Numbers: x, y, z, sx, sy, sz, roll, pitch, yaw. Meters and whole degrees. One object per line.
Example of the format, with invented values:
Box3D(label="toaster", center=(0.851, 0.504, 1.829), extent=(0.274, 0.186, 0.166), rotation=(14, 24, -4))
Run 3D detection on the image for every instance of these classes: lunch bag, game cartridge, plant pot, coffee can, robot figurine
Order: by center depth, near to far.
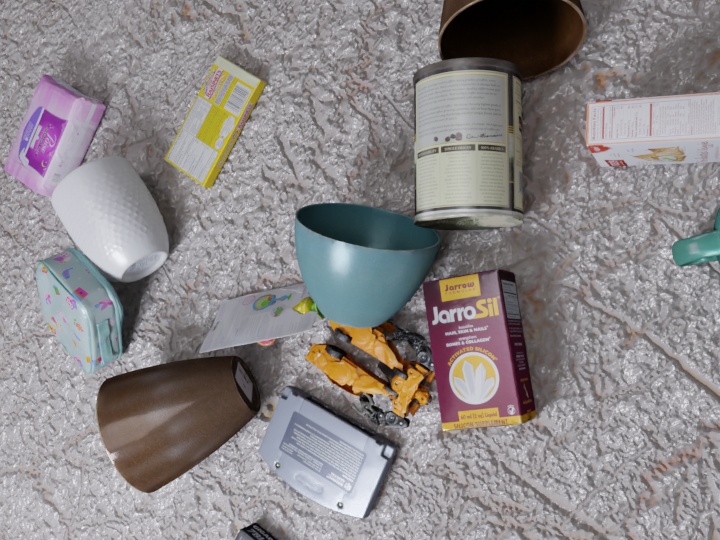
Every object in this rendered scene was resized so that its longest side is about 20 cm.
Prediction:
Box3D(label="plant pot", center=(0.192, -0.385, 0.987), extent=(0.186, 0.187, 0.201), rotation=(-9, 68, 24))
Box3D(label="coffee can", center=(0.142, -0.161, 0.994), extent=(0.146, 0.146, 0.201), rotation=(-2, 85, 25))
Box3D(label="plant pot", center=(0.000, 0.000, 1.036), extent=(0.200, 0.200, 0.135), rotation=(19, 111, 25))
Box3D(label="robot figurine", center=(0.023, 0.134, 1.078), extent=(0.200, 0.058, 0.145), rotation=(31, 100, 24))
Box3D(label="game cartridge", center=(-0.054, 0.275, 1.116), extent=(0.200, 0.042, 0.134), rotation=(26, 101, 24))
Box3D(label="plant pot", center=(-0.263, 0.212, 1.146), extent=(0.199, 0.187, 0.187), rotation=(-25, 76, 7))
Box3D(label="lunch bag", center=(-0.464, 0.073, 1.256), extent=(0.160, 0.077, 0.200), rotation=(39, 141, 19))

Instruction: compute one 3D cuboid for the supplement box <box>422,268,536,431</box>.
Box3D(label="supplement box", center=(0.158, 0.106, 1.001), extent=(0.110, 0.086, 0.201), rotation=(-11, 81, 24))

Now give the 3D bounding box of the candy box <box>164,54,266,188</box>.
Box3D(label="candy box", center=(-0.243, -0.248, 1.247), extent=(0.102, 0.026, 0.200), rotation=(35, 101, 25))

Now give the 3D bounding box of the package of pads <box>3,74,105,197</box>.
Box3D(label="package of pads", center=(-0.558, -0.243, 1.366), extent=(0.120, 0.076, 0.200), rotation=(31, 99, 25))

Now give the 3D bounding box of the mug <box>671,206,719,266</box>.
Box3D(label="mug", center=(0.472, -0.033, 0.849), extent=(0.185, 0.114, 0.152), rotation=(-46, 70, 15))

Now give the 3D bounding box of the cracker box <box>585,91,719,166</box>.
Box3D(label="cracker box", center=(0.380, -0.165, 0.891), extent=(0.199, 0.134, 0.058), rotation=(2, 88, 26))

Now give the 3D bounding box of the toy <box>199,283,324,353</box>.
Box3D(label="toy", center=(-0.140, 0.081, 1.149), extent=(0.199, 0.115, 0.047), rotation=(-16, 124, 25))

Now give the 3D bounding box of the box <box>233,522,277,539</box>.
Box3D(label="box", center=(-0.141, 0.525, 1.131), extent=(0.198, 0.050, 0.200), rotation=(29, 98, 23))

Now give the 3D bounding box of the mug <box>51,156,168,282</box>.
Box3D(label="mug", center=(-0.415, -0.062, 1.262), extent=(0.176, 0.147, 0.200), rotation=(54, 136, 12))
